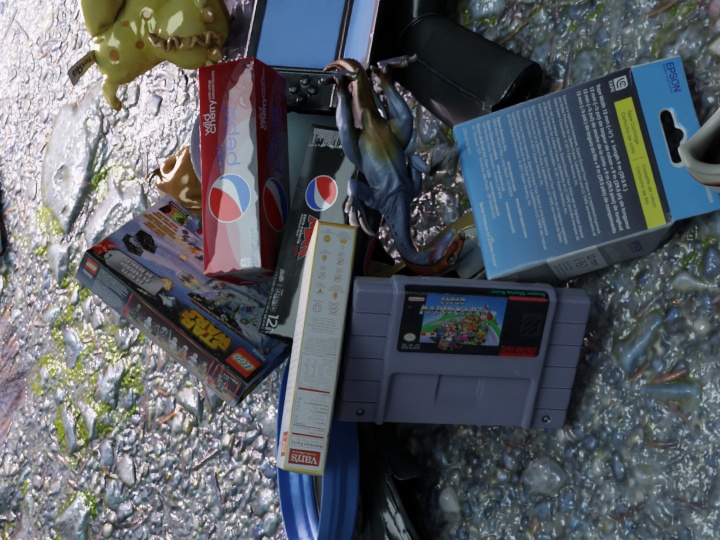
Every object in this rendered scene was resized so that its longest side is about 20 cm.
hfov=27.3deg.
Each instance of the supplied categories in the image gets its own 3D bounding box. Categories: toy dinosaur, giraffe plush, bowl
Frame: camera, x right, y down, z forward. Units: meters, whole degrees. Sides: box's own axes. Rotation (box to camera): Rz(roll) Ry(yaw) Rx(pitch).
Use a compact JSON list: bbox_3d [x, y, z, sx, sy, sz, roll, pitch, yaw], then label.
[{"bbox_3d":[0.036,-0.091,1.290,0.104,0.200,0.183,-15,106,4],"label":"toy dinosaur"},{"bbox_3d":[-0.216,-0.276,1.645,0.160,0.173,0.202,-1,51,22],"label":"giraffe plush"},{"bbox_3d":[-0.041,0.177,1.395,0.200,0.039,0.203,180,90,-75],"label":"bowl"}]

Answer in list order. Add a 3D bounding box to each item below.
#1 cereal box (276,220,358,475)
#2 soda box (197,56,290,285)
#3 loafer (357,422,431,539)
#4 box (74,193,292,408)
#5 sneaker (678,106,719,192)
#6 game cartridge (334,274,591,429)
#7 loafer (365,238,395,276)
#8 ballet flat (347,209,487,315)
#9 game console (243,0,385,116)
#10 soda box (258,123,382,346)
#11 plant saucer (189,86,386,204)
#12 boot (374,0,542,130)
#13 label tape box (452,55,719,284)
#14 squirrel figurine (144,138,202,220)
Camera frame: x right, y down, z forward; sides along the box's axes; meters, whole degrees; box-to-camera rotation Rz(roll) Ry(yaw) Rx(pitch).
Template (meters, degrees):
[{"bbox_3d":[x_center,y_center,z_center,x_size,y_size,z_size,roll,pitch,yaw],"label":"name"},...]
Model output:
[{"bbox_3d":[-0.037,0.068,1.240,0.144,0.039,0.203,133,145,-83],"label":"cereal box"},{"bbox_3d":[-0.108,-0.091,1.387,0.063,0.070,0.203,-8,78,24],"label":"soda box"},{"bbox_3d":[0.032,0.194,1.366,0.070,0.068,0.203,-19,64,19],"label":"loafer"},{"bbox_3d":[-0.154,0.026,1.414,0.199,0.137,0.040,39,129,9],"label":"box"},{"bbox_3d":[0.328,-0.123,1.094,0.200,0.090,0.075,-42,55,29],"label":"sneaker"},{"bbox_3d":[0.084,0.068,1.221,0.039,0.197,0.131,-104,20,-57],"label":"game cartridge"},{"bbox_3d":[0.000,0.000,1.432,0.199,0.075,0.070,31,90,34],"label":"loafer"},{"bbox_3d":[0.076,0.004,1.312,0.199,0.069,0.063,-33,14,14],"label":"ballet flat"},{"bbox_3d":[-0.040,-0.264,1.436,0.174,0.116,0.202,6,76,18],"label":"game console"},{"bbox_3d":[-0.028,-0.027,1.367,0.063,0.071,0.202,11,82,29],"label":"soda box"},{"bbox_3d":[-0.069,-0.124,1.482,0.198,0.039,0.203,-3,57,5],"label":"plant saucer"},{"bbox_3d":[0.094,-0.219,1.365,0.200,0.065,0.166,46,127,46],"label":"boot"},{"bbox_3d":[0.190,-0.077,1.236,0.198,0.066,0.145,-17,69,13],"label":"label tape box"},{"bbox_3d":[-0.150,-0.045,1.565,0.198,0.141,0.189,-2,71,31],"label":"squirrel figurine"}]
